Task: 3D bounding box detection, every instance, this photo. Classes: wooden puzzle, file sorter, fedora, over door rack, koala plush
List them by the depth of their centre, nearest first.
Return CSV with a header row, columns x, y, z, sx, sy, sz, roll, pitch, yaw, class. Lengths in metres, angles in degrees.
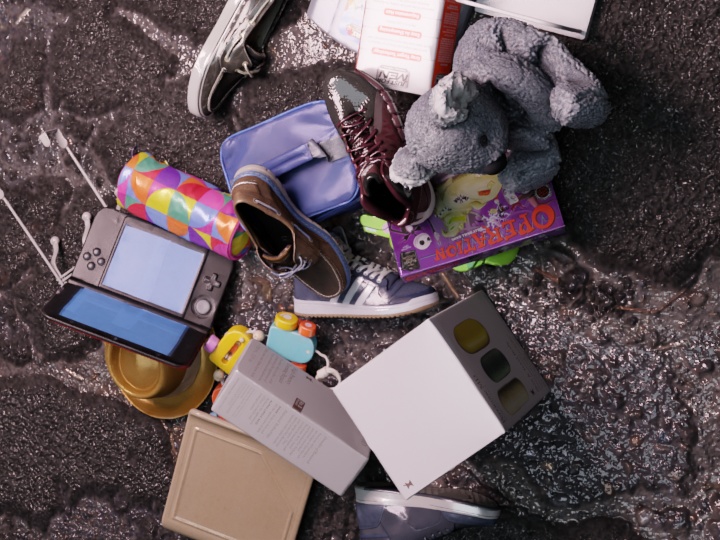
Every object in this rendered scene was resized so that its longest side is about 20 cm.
x,y,z,sx,sy,sz,roll,pitch,yaw,class
0.122,-0.166,1.310,0.184,0.199,0.178,53,148,12,koala plush
0.198,-0.372,1.355,0.138,0.124,0.202,19,105,21,file sorter
-0.160,0.292,1.636,0.183,0.037,0.202,19,114,7,wooden puzzle
-0.287,0.108,1.659,0.198,0.082,0.203,3,98,23,fedora
-0.404,-0.085,1.684,0.147,0.067,0.201,-32,105,24,over door rack

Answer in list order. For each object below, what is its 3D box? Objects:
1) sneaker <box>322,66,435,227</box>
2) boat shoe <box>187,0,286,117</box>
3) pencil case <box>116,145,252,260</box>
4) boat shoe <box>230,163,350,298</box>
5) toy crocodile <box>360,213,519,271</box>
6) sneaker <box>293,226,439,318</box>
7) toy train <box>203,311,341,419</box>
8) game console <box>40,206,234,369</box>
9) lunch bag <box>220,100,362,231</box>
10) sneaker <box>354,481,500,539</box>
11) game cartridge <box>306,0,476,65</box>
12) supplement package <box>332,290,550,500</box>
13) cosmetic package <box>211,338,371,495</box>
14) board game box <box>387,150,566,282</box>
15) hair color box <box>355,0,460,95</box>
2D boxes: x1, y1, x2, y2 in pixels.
x,y,z,sx,sy,sz,roll,pitch,yaw,class
0.013,-0.135,1.366,0.075,0.115,0.201,-32,93,22,sneaker
-0.156,-0.277,1.554,0.063,0.071,0.201,33,107,17,boat shoe
-0.226,-0.088,1.606,0.199,0.088,0.089,28,107,17,pencil case
-0.088,-0.029,1.443,0.072,0.073,0.200,-28,118,31,boat shoe
0.095,-0.043,1.479,0.198,0.067,0.062,16,100,19,toy crocodile
0.000,0.000,1.525,0.198,0.070,0.110,-2,99,27,sneaker
-0.123,0.130,1.611,0.198,0.056,0.151,-21,107,18,toy train
-0.279,0.018,1.568,0.198,0.119,0.174,21,81,-1,game console
-0.063,-0.126,1.500,0.198,0.132,0.137,-21,89,25,lunch bag
0.083,0.344,1.525,0.200,0.077,0.148,-1,86,34,sneaker
0.034,-0.320,1.484,0.199,0.041,0.134,26,103,18,game cartridge
0.100,0.139,1.428,0.150,0.200,0.153,-38,83,24,supplement package
-0.079,0.182,1.538,0.199,0.102,0.074,32,113,-5,cosmetic package
0.128,-0.071,1.430,0.198,0.032,0.121,-18,72,8,board game box
0.061,-0.309,1.421,0.100,0.061,0.202,14,102,21,hair color box
